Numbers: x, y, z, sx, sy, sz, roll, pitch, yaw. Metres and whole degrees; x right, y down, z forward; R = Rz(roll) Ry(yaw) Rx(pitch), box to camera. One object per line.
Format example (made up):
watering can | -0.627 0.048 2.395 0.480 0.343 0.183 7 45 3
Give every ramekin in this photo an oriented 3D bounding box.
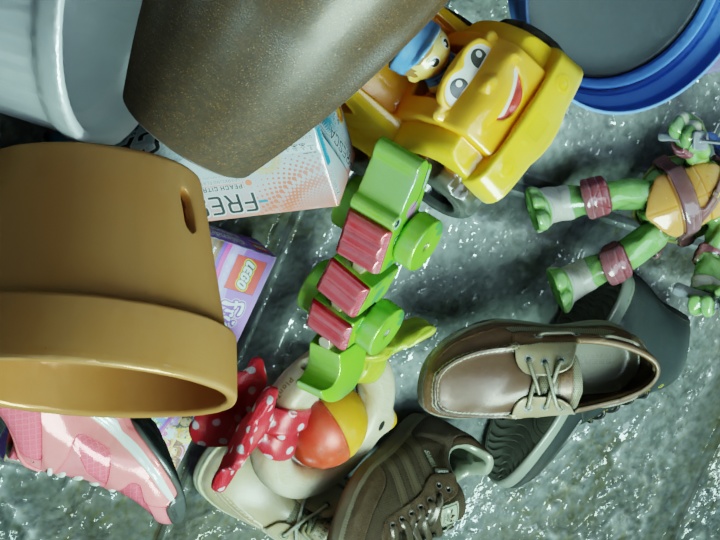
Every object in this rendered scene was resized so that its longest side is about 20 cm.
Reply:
ramekin | -0.181 -0.182 1.347 0.200 0.097 0.202 14 90 -75

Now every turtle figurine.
turtle figurine | 0.233 -0.037 1.669 0.193 0.200 0.144 -18 134 -1

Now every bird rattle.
bird rattle | -0.030 0.102 1.598 0.200 0.112 0.163 -47 144 -26

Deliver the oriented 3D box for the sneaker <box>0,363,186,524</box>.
sneaker | -0.196 0.111 1.517 0.087 0.074 0.200 -36 119 3

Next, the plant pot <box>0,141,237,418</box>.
plant pot | -0.171 0.006 1.362 0.199 0.200 0.141 12 74 -34

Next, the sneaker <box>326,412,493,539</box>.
sneaker | 0.037 0.172 1.656 0.200 0.075 0.071 -52 152 -51

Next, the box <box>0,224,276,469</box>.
box | -0.161 0.054 1.566 0.136 0.039 0.201 17 103 -36

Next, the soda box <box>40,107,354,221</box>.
soda box | -0.108 -0.074 1.451 0.199 0.064 0.069 -7 125 17

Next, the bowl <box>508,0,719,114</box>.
bowl | 0.191 -0.211 1.565 0.200 0.039 0.202 -14 120 -25

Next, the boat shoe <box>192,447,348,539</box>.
boat shoe | -0.039 0.181 1.685 0.200 0.065 0.072 31 95 -37

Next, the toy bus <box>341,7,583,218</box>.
toy bus | 0.020 -0.146 1.477 0.192 0.200 0.136 45 73 -32

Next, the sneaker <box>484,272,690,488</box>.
sneaker | 0.187 0.101 1.773 0.106 0.075 0.200 30 95 -34

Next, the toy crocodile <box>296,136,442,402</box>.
toy crocodile | 0.000 0.000 1.469 0.062 0.067 0.201 -36 155 -49

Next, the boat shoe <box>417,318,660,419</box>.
boat shoe | 0.136 0.074 1.652 0.199 0.072 0.076 -10 105 -28

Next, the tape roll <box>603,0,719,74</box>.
tape roll | 0.246 -0.249 1.644 0.199 0.066 0.201 -13 119 -26

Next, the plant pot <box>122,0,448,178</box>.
plant pot | -0.052 -0.161 1.325 0.186 0.187 0.200 21 111 -36
